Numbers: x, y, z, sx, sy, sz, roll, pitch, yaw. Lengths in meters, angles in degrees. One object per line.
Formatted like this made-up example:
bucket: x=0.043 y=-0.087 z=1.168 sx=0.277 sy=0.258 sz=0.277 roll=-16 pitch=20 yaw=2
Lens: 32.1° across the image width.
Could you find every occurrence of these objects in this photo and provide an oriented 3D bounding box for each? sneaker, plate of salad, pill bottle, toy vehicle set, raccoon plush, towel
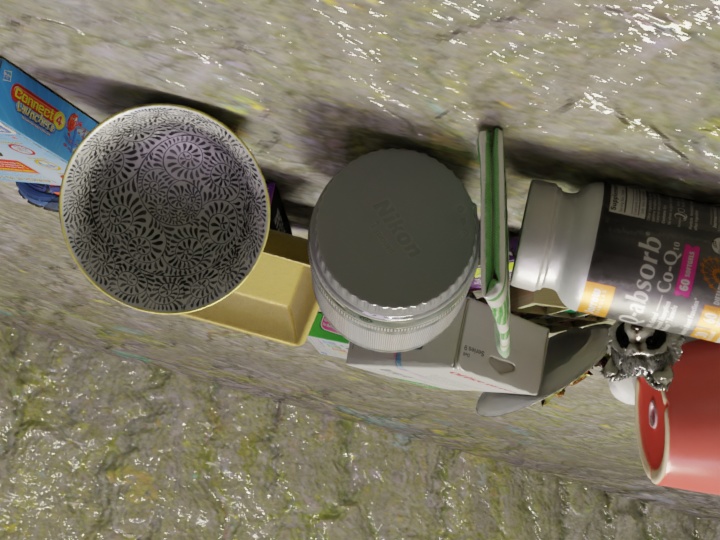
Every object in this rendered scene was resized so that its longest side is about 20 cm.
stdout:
sneaker: x=-0.309 y=-0.102 z=1.379 sx=0.199 sy=0.080 sz=0.075 roll=22 pitch=-160 yaw=36
plate of salad: x=0.231 y=0.129 z=1.532 sx=0.048 sy=0.199 sz=0.200 roll=59 pitch=155 yaw=-8
pill bottle: x=0.235 y=-0.012 z=1.083 sx=0.197 sy=0.118 sz=0.116 roll=11 pitch=167 yaw=6
toy vehicle set: x=0.220 y=0.046 z=1.497 sx=0.123 sy=0.027 sz=0.200 roll=7 pitch=169 yaw=-16
raccoon plush: x=0.324 y=0.071 z=1.298 sx=0.096 sy=0.136 sz=0.199 roll=-2 pitch=160 yaw=45
towel: x=0.119 y=-0.020 z=1.098 sx=0.023 sy=0.155 sz=0.200 roll=-2 pitch=164 yaw=7

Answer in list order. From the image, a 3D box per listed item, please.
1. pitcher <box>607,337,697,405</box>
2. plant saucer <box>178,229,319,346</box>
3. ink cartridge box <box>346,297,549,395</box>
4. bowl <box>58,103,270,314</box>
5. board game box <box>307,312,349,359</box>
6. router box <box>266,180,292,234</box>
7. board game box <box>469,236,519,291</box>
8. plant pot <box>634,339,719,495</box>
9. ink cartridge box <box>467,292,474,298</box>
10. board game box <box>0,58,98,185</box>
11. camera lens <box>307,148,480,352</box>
pitcher: x=0.413 y=0.130 z=1.548 sx=0.169 sy=0.123 sz=0.200 roll=-7 pitch=179 yaw=-6
plant saucer: x=-0.137 y=0.001 z=1.370 sx=0.197 sy=0.049 sz=0.200 roll=16 pitch=150 yaw=-6
ink cartridge box: x=0.102 y=0.090 z=1.481 sx=0.144 sy=0.089 sz=0.199 roll=19 pitch=168 yaw=-36
bowl: x=-0.182 y=-0.068 z=1.208 sx=0.198 sy=0.203 sz=0.094 roll=14 pitch=-163 yaw=-4
board game box: x=0.018 y=0.120 z=2.029 sx=0.197 sy=0.041 sz=0.153 roll=11 pitch=167 yaw=10
router box: x=-0.161 y=-0.060 z=1.424 sx=0.147 sy=0.052 sz=0.200 roll=11 pitch=167 yaw=4
board game box: x=0.085 y=0.005 z=1.346 sx=0.197 sy=0.033 sz=0.120 roll=-10 pitch=162 yaw=2
plant pot: x=0.399 y=0.156 z=1.358 sx=0.175 sy=0.203 sz=0.201 roll=-2 pitch=167 yaw=-1
ink cartridge box: x=0.081 y=0.034 z=1.585 sx=0.107 sy=0.051 sz=0.200 roll=9 pitch=165 yaw=18
board game box: x=-0.377 y=-0.148 z=1.265 sx=0.198 sy=0.057 sz=0.196 roll=7 pitch=166 yaw=27
camera lens: x=0.030 y=-0.014 z=1.179 sx=0.158 sy=0.162 sz=0.200 roll=13 pitch=167 yaw=3
